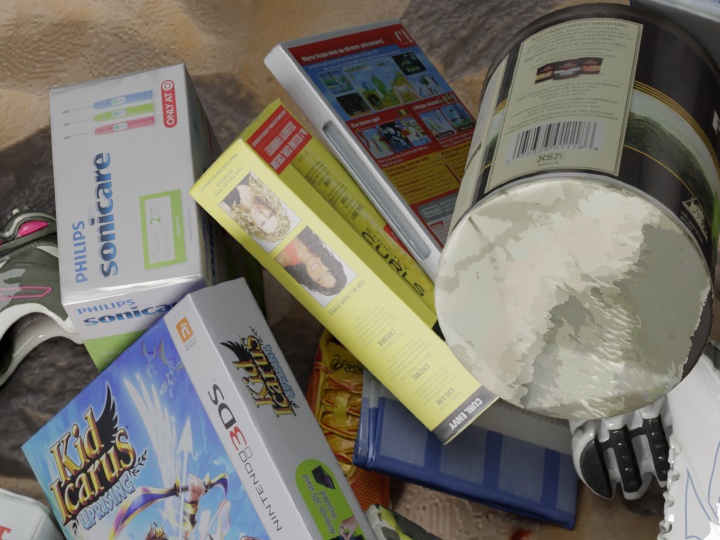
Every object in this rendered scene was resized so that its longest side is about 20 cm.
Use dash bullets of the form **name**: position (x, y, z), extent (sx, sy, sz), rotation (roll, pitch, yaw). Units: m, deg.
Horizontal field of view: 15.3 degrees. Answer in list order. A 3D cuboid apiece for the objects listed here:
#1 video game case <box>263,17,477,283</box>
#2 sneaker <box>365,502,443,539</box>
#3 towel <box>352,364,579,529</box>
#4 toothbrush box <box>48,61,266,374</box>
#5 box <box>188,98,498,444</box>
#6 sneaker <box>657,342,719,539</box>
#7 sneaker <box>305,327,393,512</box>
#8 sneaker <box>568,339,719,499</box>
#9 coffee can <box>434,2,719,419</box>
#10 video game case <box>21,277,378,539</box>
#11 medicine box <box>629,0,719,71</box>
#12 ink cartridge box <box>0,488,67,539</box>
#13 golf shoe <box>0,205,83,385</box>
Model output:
- **video game case**: position (0.043, -0.057, 1.535), extent (0.017, 0.143, 0.200), rotation (-43, 78, 29)
- **sneaker**: position (0.020, 0.202, 1.417), extent (0.085, 0.074, 0.200), rotation (-48, 28, 18)
- **towel**: position (0.067, 0.042, 1.555), extent (0.146, 0.024, 0.201), rotation (17, 60, -21)
- **toothbrush box**: position (-0.113, -0.001, 1.556), extent (0.086, 0.200, 0.146), rotation (-11, 58, 7)
- **box**: position (0.000, 0.000, 1.477), extent (0.200, 0.075, 0.050), rotation (45, 117, -3)
- **sneaker**: position (0.194, 0.130, 1.446), extent (0.087, 0.074, 0.201), rotation (-20, 91, 12)
- **sneaker**: position (-0.012, 0.085, 1.556), extent (0.073, 0.077, 0.201), rotation (3, 62, 15)
- **sneaker**: position (0.212, 0.065, 1.522), extent (0.199, 0.075, 0.081), rotation (-12, 35, -2)
- **coffee can**: position (0.124, -0.035, 1.447), extent (0.145, 0.147, 0.200), rotation (-1, 31, 12)
- **video game case**: position (-0.089, 0.129, 1.458), extent (0.045, 0.200, 0.182), rotation (-16, 73, -42)
- **medicine box**: position (0.251, -0.178, 1.583), extent (0.102, 0.182, 0.201), rotation (20, 67, 22)
- **ink cartridge box**: position (-0.268, 0.218, 1.533), extent (0.146, 0.083, 0.201), rotation (16, 67, 21)
- **golf shoe**: position (-0.263, 0.037, 1.643), extent (0.199, 0.077, 0.088), rotation (-26, 66, -2)
